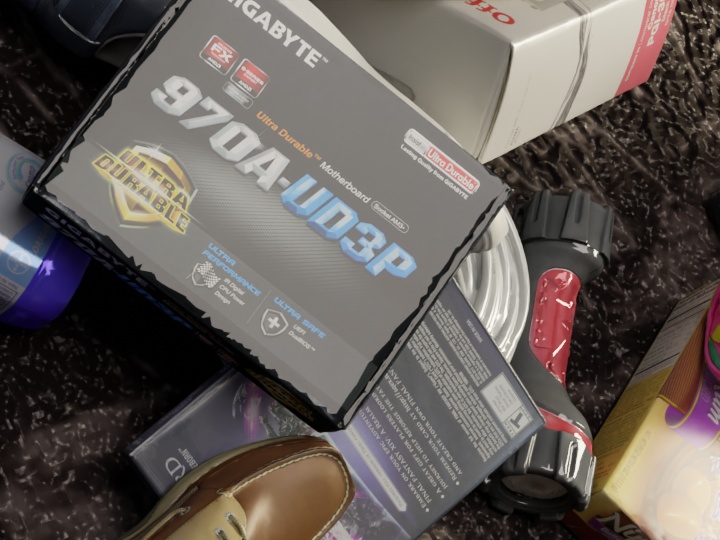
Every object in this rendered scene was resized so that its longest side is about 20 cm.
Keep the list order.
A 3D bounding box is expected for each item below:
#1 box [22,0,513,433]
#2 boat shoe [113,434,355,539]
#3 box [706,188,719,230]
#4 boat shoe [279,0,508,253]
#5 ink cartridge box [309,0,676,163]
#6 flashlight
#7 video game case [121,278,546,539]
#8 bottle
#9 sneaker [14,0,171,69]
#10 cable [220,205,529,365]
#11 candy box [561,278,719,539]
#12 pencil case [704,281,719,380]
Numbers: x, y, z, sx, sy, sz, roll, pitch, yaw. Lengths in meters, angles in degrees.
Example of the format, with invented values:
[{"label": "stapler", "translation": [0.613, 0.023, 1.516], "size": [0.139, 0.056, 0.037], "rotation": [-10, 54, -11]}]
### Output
[{"label": "box", "translation": [-0.046, -0.038, 1.108], "size": [0.200, 0.046, 0.159], "rotation": [39, 74, -8]}, {"label": "boat shoe", "translation": [-0.084, 0.152, 1.070], "size": [0.200, 0.074, 0.076], "rotation": [-32, 107, -21]}, {"label": "box", "translation": [0.374, -0.051, 1.425], "size": [0.196, 0.200, 0.118], "rotation": [-15, 78, -37]}, {"label": "boat shoe", "translation": [-0.006, -0.070, 1.179], "size": [0.200, 0.072, 0.069], "rotation": [46, 71, -16]}, {"label": "ink cartridge box", "translation": [0.075, -0.151, 1.285], "size": [0.146, 0.083, 0.200], "rotation": [32, 34, 23]}, {"label": "flashlight", "translation": [0.116, 0.046, 1.291], "size": [0.068, 0.068, 0.200], "rotation": [26, 57, -21]}, {"label": "video game case", "translation": [-0.009, 0.088, 1.152], "size": [0.200, 0.019, 0.143], "rotation": [-39, 109, -17]}, {"label": "bottle", "translation": [-0.228, -0.049, 1.103], "size": [0.200, 0.065, 0.084], "rotation": [32, 58, -18]}, {"label": "sneaker", "translation": [-0.127, -0.205, 1.227], "size": [0.146, 0.077, 0.202], "rotation": [35, 62, -3]}, {"label": "cable", "translation": [0.000, 0.000, 1.234], "size": [0.200, 0.069, 0.200], "rotation": [32, 53, -18]}, {"label": "candy box", "translation": [0.212, 0.111, 1.334], "size": [0.117, 0.056, 0.200], "rotation": [45, 53, -9]}, {"label": "pencil case", "translation": [0.302, 0.060, 1.332], "size": [0.200, 0.088, 0.089], "rotation": [21, 59, -28]}]
